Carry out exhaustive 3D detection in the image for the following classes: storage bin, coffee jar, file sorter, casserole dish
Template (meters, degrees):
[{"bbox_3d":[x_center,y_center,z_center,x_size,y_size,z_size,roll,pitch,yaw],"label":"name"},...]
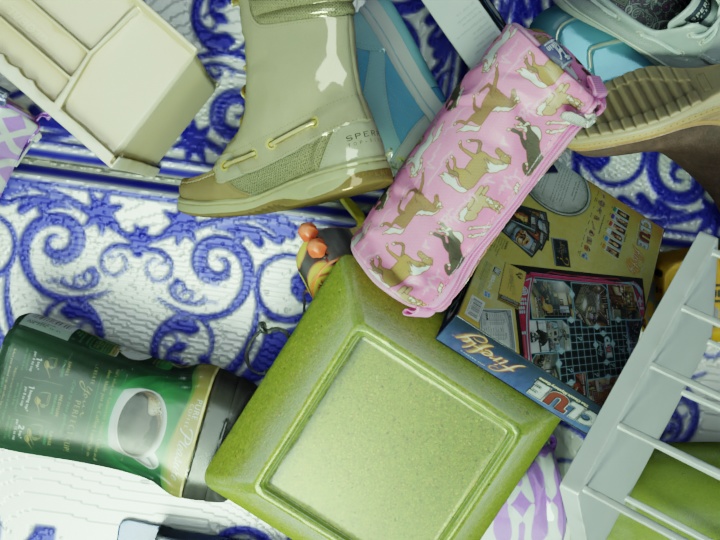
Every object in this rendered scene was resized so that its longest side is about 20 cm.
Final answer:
[{"bbox_3d":[-0.205,-0.168,0.757,0.198,0.200,0.094,41,91,-4],"label":"storage bin"},{"bbox_3d":[-0.181,0.108,0.835,0.198,0.085,0.105,17,90,-2],"label":"coffee jar"},{"bbox_3d":[0.236,0.109,0.710,0.124,0.139,0.201,23,67,27],"label":"file sorter"},{"bbox_3d":[0.224,-0.164,0.855,0.197,0.039,0.123,-10,95,-2],"label":"casserole dish"}]

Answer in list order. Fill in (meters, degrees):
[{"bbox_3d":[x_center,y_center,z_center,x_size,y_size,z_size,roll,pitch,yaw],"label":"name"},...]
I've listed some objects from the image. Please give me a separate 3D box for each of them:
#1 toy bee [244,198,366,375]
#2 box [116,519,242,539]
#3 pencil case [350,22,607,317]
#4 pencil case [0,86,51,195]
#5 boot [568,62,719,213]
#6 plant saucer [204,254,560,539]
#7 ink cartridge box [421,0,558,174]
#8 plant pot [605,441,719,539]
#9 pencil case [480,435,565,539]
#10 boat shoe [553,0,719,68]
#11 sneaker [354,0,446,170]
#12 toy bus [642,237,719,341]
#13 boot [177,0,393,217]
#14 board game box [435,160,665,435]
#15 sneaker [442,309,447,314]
[{"bbox_3d":[0.000,0.000,0.812,0.130,0.109,0.200,34,68,33],"label":"toy bee"},{"bbox_3d":[-0.110,0.280,0.879,0.197,0.032,0.123,10,94,-2],"label":"box"},{"bbox_3d":[0.076,-0.065,0.723,0.082,0.087,0.201,33,105,-17],"label":"pencil case"},{"bbox_3d":[-0.313,-0.051,0.825,0.085,0.084,0.202,25,95,-27],"label":"pencil case"},{"bbox_3d":[0.266,-0.081,0.823,0.198,0.073,0.167,-14,133,19],"label":"boot"},{"bbox_3d":[0.018,0.126,0.761,0.199,0.048,0.201,33,97,-4],"label":"plant saucer"},{"bbox_3d":[0.098,-0.163,0.801,0.039,0.099,0.201,-34,86,17],"label":"ink cartridge box"},{"bbox_3d":[0.267,0.212,0.820,0.191,0.200,0.203,11,94,9],"label":"plant pot"},{"bbox_3d":[0.065,0.177,0.844,0.197,0.084,0.087,-3,75,-2],"label":"pencil case"},{"bbox_3d":[0.232,-0.188,0.798,0.199,0.072,0.071,23,93,-4],"label":"boat shoe"},{"bbox_3d":[0.008,-0.096,0.821,0.130,0.080,0.202,-27,71,3],"label":"sneaker"},{"bbox_3d":[0.328,0.014,0.857,0.197,0.065,0.079,-1,95,-2],"label":"toy bus"},{"bbox_3d":[-0.068,-0.120,0.766,0.072,0.199,0.157,-13,94,-44],"label":"boot"},{"bbox_3d":[0.147,0.008,0.801,0.135,0.035,0.201,32,48,-4],"label":"board game box"},{"bbox_3d":[0.119,0.055,0.845,0.198,0.081,0.077,-12,93,-2],"label":"sneaker"}]
